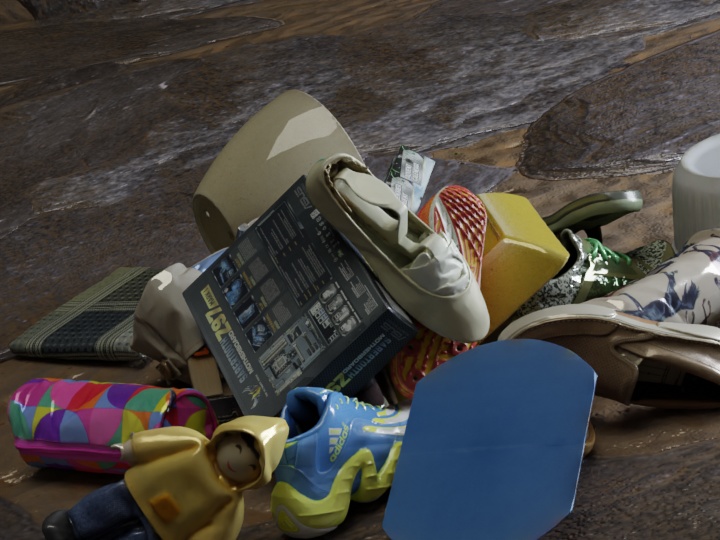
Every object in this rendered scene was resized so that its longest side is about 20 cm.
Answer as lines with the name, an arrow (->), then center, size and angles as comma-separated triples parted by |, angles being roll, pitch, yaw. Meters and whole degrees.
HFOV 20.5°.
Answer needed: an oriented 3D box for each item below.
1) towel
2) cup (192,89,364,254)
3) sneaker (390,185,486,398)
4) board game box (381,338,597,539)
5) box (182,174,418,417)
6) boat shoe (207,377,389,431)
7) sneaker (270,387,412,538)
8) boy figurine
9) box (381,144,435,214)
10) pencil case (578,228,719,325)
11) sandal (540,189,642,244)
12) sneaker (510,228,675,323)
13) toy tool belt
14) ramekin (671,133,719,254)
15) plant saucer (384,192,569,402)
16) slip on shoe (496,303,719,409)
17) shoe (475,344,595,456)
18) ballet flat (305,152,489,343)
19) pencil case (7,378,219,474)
towel -> -0.241, 0.047, 2.099 | 0.192, 0.035, 0.200 | -2, 24, 37
cup -> -0.089, -0.068, 2.073 | 0.143, 0.201, 0.200 | -29, 24, -22
sneaker -> 0.065, 0.025, 1.699 | 0.077, 0.073, 0.201 | 131, 159, -57
board game box -> 0.106, 0.145, 1.523 | 0.157, 0.039, 0.201 | -7, 50, 29
box -> -0.055, 0.035, 1.690 | 0.158, 0.051, 0.200 | -44, 42, 10
boat shoe -> -0.070, 0.113, 1.737 | 0.199, 0.065, 0.072 | -4, 23, 26
sneaker -> -0.004, 0.127, 1.594 | 0.075, 0.105, 0.200 | 1, 24, 35
boy figurine -> -0.137, 0.176, 1.516 | 0.199, 0.125, 0.064 | -28, -4, 14
box -> 0.000, 0.000, 1.813 | 0.040, 0.200, 0.137 | 26, 31, -3
pencil case -> 0.258, 0.033, 1.731 | 0.200, 0.078, 0.089 | -28, 3, -36
sandal -> 0.200, -0.028, 1.909 | 0.079, 0.058, 0.201 | -12, -8, -27
sneaker -> 0.215, 0.000, 1.833 | 0.200, 0.089, 0.077 | -26, 23, -33
toy tool belt -> -0.115, 0.045, 1.922 | 0.200, 0.125, 0.123 | -31, 62, -34
ramekin -> 0.387, -0.066, 1.883 | 0.199, 0.105, 0.200 | -12, 19, 4
plant saucer -> 0.082, 0.011, 1.810 | 0.200, 0.048, 0.200 | -42, 18, 6
slip on shoe -> 0.210, 0.078, 1.613 | 0.199, 0.076, 0.061 | 7, 39, -7
shoe -> 0.130, 0.119, 1.629 | 0.070, 0.054, 0.200 | 14, 13, -25
ballet flat -> 0.035, -0.022, 1.630 | 0.069, 0.200, 0.069 | -47, -5, -5
pencil case -> -0.217, 0.138, 1.742 | 0.199, 0.089, 0.088 | 1, 23, 37
